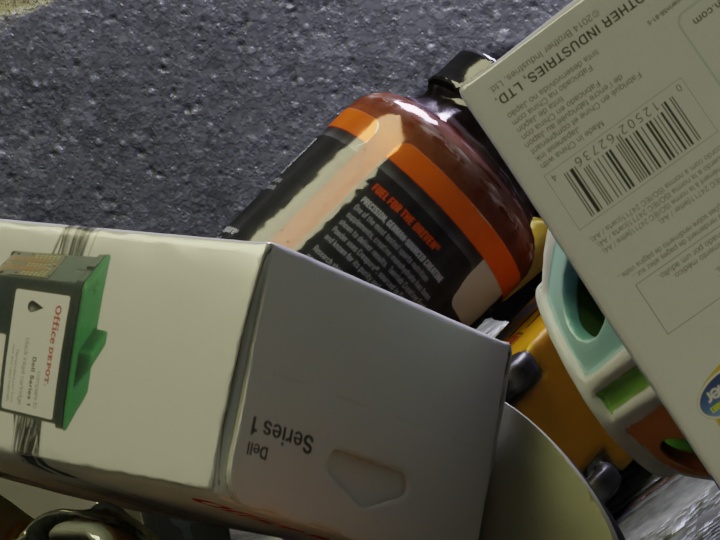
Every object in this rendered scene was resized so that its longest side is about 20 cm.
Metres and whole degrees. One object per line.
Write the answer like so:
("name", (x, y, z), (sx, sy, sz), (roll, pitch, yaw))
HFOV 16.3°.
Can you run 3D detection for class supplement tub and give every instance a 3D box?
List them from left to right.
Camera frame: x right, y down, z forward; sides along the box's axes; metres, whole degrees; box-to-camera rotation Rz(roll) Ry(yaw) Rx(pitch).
("supplement tub", (0.000, 0.000, 1.057), (0.200, 0.107, 0.107), (-45, 7, -9))

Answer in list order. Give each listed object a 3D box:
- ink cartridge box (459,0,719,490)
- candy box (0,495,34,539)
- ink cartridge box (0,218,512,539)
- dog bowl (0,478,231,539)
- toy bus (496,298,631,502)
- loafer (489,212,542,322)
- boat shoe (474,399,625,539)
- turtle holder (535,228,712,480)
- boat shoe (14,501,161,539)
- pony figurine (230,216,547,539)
("ink cartridge box", (0.131, -0.007, 0.740), (0.119, 0.201, 0.042), (-36, -18, 13))
("candy box", (-0.118, 0.149, 0.891), (0.055, 0.200, 0.115), (-56, -1, 24))
("ink cartridge box", (-0.068, 0.040, 0.870), (0.199, 0.146, 0.085), (5, 79, 38))
("dog bowl", (-0.126, 0.149, 1.088), (0.058, 0.201, 0.200), (7, -28, -40))
("toy bus", (0.096, 0.037, 1.043), (0.200, 0.065, 0.078), (-43, 8, -39))
("loafer", (0.079, -0.045, 1.201), (0.200, 0.073, 0.071), (126, 161, -62))
("boat shoe", (0.029, 0.076, 0.916), (0.201, 0.063, 0.074), (28, 90, 42))
("turtle holder", (0.121, -0.015, 0.843), (0.132, 0.186, 0.141), (-37, -18, 15))
("boat shoe", (-0.082, 0.114, 0.815), (0.199, 0.069, 0.075), (-12, 25, -40))
("pony figurine", (-0.008, 0.063, 1.162), (0.192, 0.167, 0.200), (8, 56, 45))
